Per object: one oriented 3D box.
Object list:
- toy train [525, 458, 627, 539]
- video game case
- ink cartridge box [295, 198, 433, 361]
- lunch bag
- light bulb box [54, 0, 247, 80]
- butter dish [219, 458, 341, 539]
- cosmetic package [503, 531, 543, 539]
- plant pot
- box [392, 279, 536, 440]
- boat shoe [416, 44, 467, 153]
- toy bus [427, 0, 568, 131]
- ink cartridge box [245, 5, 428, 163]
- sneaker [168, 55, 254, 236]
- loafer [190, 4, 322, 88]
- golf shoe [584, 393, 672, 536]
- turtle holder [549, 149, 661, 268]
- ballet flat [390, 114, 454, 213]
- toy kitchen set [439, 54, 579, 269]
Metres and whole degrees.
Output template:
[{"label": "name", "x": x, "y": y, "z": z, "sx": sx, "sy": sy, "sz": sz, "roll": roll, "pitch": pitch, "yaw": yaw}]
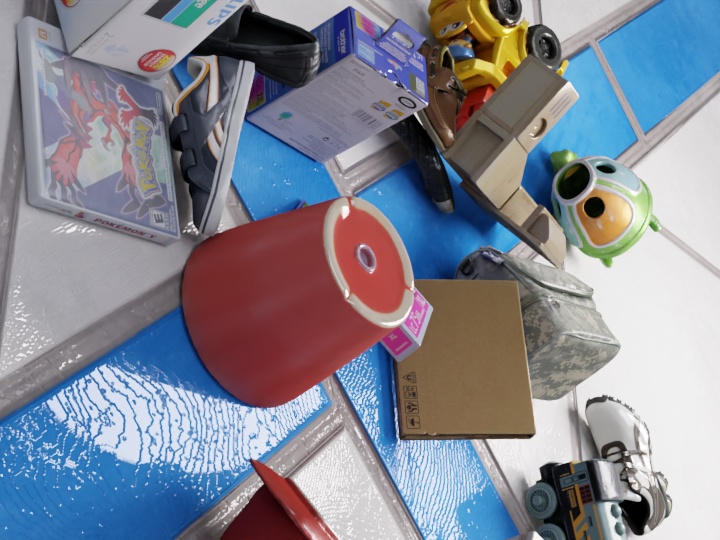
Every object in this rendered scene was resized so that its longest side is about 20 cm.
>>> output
[{"label": "toy train", "x": 0.276, "y": 0.326, "z": 1.871, "sx": 0.085, "sy": 0.114, "sz": 0.201, "roll": 14, "pitch": 59, "yaw": -48}, {"label": "video game case", "x": -0.260, "y": -0.138, "z": 1.516, "sx": 0.182, "sy": 0.023, "sz": 0.201, "roll": 18, "pitch": 56, "yaw": -48}, {"label": "ink cartridge box", "x": 0.000, "y": 0.000, "z": 1.717, "sx": 0.200, "sy": 0.042, "sz": 0.119, "roll": 47, "pitch": 20, "yaw": -8}, {"label": "lunch bag", "x": 0.217, "y": 0.059, "z": 1.948, "sx": 0.199, "sy": 0.139, "sz": 0.168, "roll": 13, "pitch": 41, "yaw": -51}, {"label": "light bulb box", "x": -0.214, "y": -0.336, "z": 1.527, "sx": 0.124, "sy": 0.198, "sz": 0.201, "roll": 9, "pitch": 54, "yaw": -49}, {"label": "butter dish", "x": -0.069, "y": 0.302, "z": 1.408, "sx": 0.200, "sy": 0.148, "sz": 0.199, "roll": 54, "pitch": -8, "yaw": -18}, {"label": "cosmetic package", "x": 0.184, "y": 0.411, "z": 1.732, "sx": 0.105, "sy": 0.071, "sz": 0.201, "roll": 46, "pitch": 39, "yaw": -25}, {"label": "plant pot", "x": -0.054, "y": 0.020, "z": 1.559, "sx": 0.200, "sy": 0.177, "sz": 0.202, "roll": 31, "pitch": 46, "yaw": -39}, {"label": "box", "x": 0.118, "y": 0.104, "z": 1.792, "sx": 0.162, "sy": 0.021, "sz": 0.201, "roll": 1, "pitch": 62, "yaw": -10}, {"label": "boat shoe", "x": 0.101, "y": -0.232, "z": 1.964, "sx": 0.201, "sy": 0.068, "sz": 0.072, "roll": -104, "pitch": 166, "yaw": -47}, {"label": "toy bus", "x": 0.167, "y": -0.276, "z": 2.104, "sx": 0.200, "sy": 0.135, "sz": 0.193, "roll": 43, "pitch": 56, "yaw": -26}, {"label": "ink cartridge box", "x": -0.016, "y": -0.216, "z": 1.735, "sx": 0.136, "sy": 0.199, "sz": 0.077, "roll": 28, "pitch": 49, "yaw": -42}, {"label": "sneaker", "x": -0.166, "y": -0.134, "z": 1.596, "sx": 0.079, "sy": 0.078, "sz": 0.201, "roll": 12, "pitch": 67, "yaw": -8}, {"label": "loafer", "x": -0.136, "y": -0.262, "z": 1.644, "sx": 0.199, "sy": 0.071, "sz": 0.068, "roll": 20, "pitch": 53, "yaw": 3}, {"label": "golf shoe", "x": 0.358, "y": 0.265, "z": 2.054, "sx": 0.201, "sy": 0.077, "sz": 0.094, "roll": 60, "pitch": 35, "yaw": -6}, {"label": "turtle holder", "x": 0.346, "y": -0.112, "z": 2.214, "sx": 0.131, "sy": 0.140, "sz": 0.187, "roll": 35, "pitch": 45, "yaw": -34}, {"label": "ballet flat", "x": 0.066, "y": -0.158, "z": 1.959, "sx": 0.201, "sy": 0.057, "sz": 0.067, "roll": 59, "pitch": 7, "yaw": -18}, {"label": "toy kitchen set", "x": 0.247, "y": -0.128, "z": 1.974, "sx": 0.163, "sy": 0.181, "sz": 0.200, "roll": 43, "pitch": 0, "yaw": 38}]
